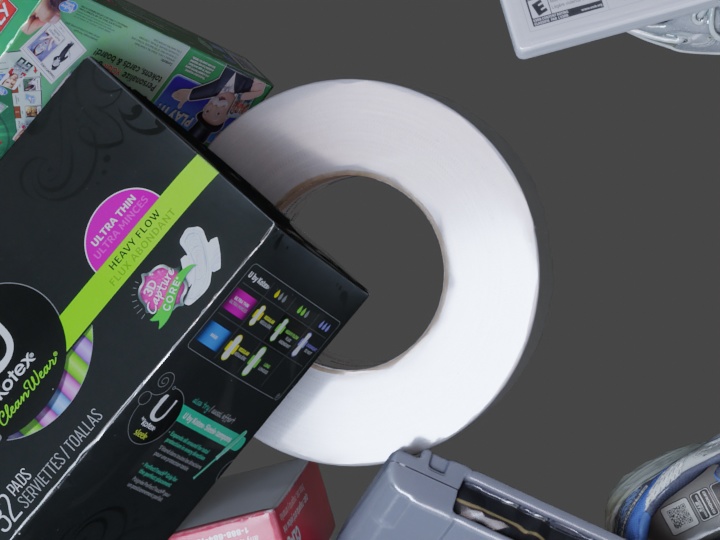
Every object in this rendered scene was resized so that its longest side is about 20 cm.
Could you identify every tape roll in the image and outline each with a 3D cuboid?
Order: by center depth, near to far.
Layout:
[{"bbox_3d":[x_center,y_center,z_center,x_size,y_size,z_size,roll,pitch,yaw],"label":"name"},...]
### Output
[{"bbox_3d":[0.000,0.000,1.459,0.199,0.066,0.201,0,92,10],"label":"tape roll"}]

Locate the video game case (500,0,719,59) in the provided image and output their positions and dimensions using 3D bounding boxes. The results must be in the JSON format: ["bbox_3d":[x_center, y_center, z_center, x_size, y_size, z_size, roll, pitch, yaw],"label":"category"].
[{"bbox_3d":[0.121,-0.219,1.404,0.143,0.018,0.201,-15,77,-1],"label":"video game case"}]

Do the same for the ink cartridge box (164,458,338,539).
[{"bbox_3d":[-0.074,0.222,1.468,0.145,0.145,0.201,-15,96,9],"label":"ink cartridge box"}]

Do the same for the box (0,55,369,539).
[{"bbox_3d":[-0.125,0.029,1.360,0.148,0.124,0.200,40,92,28],"label":"box"}]

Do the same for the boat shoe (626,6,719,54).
[{"bbox_3d":[0.143,-0.156,1.429,0.201,0.065,0.075,15,99,6],"label":"boat shoe"}]

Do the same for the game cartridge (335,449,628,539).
[{"bbox_3d":[0.088,0.166,1.450,0.199,0.133,0.041,24,62,-3],"label":"game cartridge"}]

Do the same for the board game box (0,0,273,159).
[{"bbox_3d":[-0.144,-0.074,1.417,0.135,0.200,0.029,-51,59,11],"label":"board game box"}]

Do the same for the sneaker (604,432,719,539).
[{"bbox_3d":[0.217,0.103,1.444,0.200,0.085,0.077,-38,91,10],"label":"sneaker"}]
